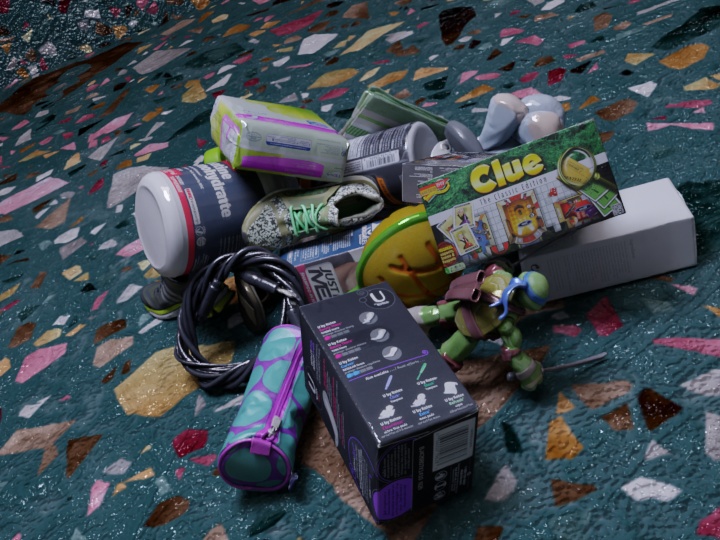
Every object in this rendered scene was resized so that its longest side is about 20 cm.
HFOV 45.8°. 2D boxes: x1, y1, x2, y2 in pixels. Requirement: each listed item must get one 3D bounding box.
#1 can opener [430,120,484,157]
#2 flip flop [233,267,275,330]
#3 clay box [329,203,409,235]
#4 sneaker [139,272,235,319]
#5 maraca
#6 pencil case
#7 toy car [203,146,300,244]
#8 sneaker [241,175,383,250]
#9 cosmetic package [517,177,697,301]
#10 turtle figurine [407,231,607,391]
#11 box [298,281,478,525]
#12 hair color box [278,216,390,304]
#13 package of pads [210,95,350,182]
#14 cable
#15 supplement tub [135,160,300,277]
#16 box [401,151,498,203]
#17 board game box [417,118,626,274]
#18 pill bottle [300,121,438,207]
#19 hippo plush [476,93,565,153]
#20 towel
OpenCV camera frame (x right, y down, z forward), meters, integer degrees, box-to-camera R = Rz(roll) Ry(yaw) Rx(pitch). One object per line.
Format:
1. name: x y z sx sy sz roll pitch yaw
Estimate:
1. can opener: 0.173 -0.113 1.133 0.053 0.067 0.200 -39 75 -21
2. flip flop: -0.152 0.014 1.226 0.057 0.082 0.200 -9 25 -7
3. clay box: 0.015 -0.054 1.239 0.114 0.048 0.201 -16 31 11
4. sneaker: -0.266 0.020 1.256 0.199 0.081 0.074 -6 33 43
5. maraca: 0.054 -0.002 1.019 0.136 0.200 0.108 8 48 -29
6. pencil case: -0.093 0.150 0.956 0.093 0.085 0.201 -56 12 36
7. toy car: -0.151 -0.113 1.390 0.163 0.158 0.202 -16 61 15
8. sneaker: -0.057 -0.075 1.098 0.198 0.078 0.089 -20 14 -13
9. cosmetic package: 0.289 -0.035 1.022 0.198 0.075 0.102 -13 32 10
10. turtle figurine: 0.149 0.065 0.932 0.193 0.145 0.199 -26 -6 35
11. box: 0.023 0.125 0.847 0.105 0.123 0.200 -16 42 -18
12. hair color box: 0.000 0.000 1.117 0.198 0.101 0.061 -16 30 10
13. package of pads: -0.117 -0.179 1.149 0.153 0.069 0.200 6 19 -20
14. cable: -0.162 0.062 1.083 0.198 0.165 0.051 -20 -3 20
15. supplement tub: -0.192 -0.076 1.158 0.198 0.142 0.140 -14 25 -32
16. box: 0.171 -0.110 1.020 0.198 0.050 0.157 6 15 28
17. board game box: 0.168 -0.076 0.906 0.198 0.106 0.023 -20 -5 16
18. pill bottle: 0.011 -0.138 1.213 0.198 0.107 0.107 -10 33 33
19. hippo plush: 0.236 -0.164 1.221 0.160 0.159 0.200 -33 -15 -50
20. towel: 0.037 -0.183 1.258 0.200 0.151 0.024 -44 29 54
